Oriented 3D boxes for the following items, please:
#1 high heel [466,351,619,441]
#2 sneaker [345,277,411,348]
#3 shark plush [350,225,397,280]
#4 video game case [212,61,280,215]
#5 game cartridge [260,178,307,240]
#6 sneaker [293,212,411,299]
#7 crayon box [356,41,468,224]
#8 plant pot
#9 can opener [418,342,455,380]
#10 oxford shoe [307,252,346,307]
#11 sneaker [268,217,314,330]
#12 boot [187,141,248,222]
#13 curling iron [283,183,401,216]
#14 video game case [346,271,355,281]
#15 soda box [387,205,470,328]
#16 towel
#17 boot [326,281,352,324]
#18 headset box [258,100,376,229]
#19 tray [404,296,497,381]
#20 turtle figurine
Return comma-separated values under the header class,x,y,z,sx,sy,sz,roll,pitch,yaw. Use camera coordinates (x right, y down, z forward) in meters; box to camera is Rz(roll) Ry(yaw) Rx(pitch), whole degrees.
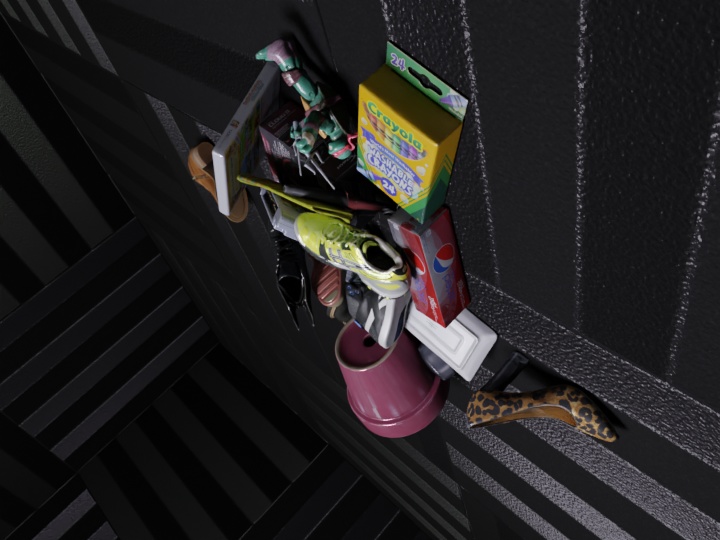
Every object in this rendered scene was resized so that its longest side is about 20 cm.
class,x,y,z,sx,sy,sz,roll,pitch,yaw
high heel,0.257,0.223,0.928,0.199,0.142,0.072,34,156,34
sneaker,0.029,0.022,1.042,0.111,0.073,0.203,32,124,26
shark plush,0.000,0.000,1.138,0.091,0.083,0.201,44,156,11
video game case,-0.179,-0.205,1.014,0.023,0.185,0.200,25,158,0
game cartridge,-0.100,-0.094,1.103,0.132,0.041,0.201,26,-164,-27
sneaker,-0.009,-0.038,0.929,0.197,0.076,0.077,28,154,12
crayon box,0.056,-0.161,0.790,0.125,0.051,0.201,42,158,18
plant pot,0.045,0.176,1.177,0.198,0.201,0.180,26,158,45
can opener,0.115,0.090,1.109,0.202,0.078,0.063,56,168,8
oxford shoe,-0.046,0.003,1.158,0.074,0.070,0.202,43,-159,-33
sneaker,-0.119,-0.003,1.109,0.104,0.059,0.204,-99,-6,-84
boot,-0.345,-0.199,1.512,0.202,0.076,0.155,56,157,-12
curling iron,-0.014,-0.103,0.916,0.196,0.026,0.049,11,171,-15
video game case,-0.018,-0.018,1.249,0.142,0.019,0.202,19,143,53
soda box,0.105,-0.010,0.943,0.070,0.063,0.202,31,154,40
towel,-0.103,-0.111,0.965,0.085,0.018,0.198,7,-166,-45
boot,0.015,0.094,1.277,0.137,0.078,0.200,30,177,14
headset box,-0.073,-0.162,1.020,0.199,0.075,0.150,37,157,28
tray,0.124,0.085,1.057,0.199,0.022,0.109,40,124,22
turtle figurine,-0.067,-0.214,0.877,0.203,0.099,0.150,62,174,-10
